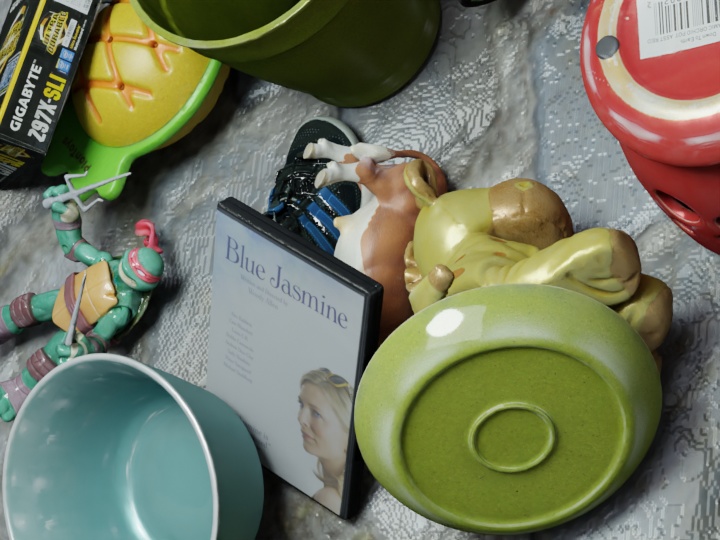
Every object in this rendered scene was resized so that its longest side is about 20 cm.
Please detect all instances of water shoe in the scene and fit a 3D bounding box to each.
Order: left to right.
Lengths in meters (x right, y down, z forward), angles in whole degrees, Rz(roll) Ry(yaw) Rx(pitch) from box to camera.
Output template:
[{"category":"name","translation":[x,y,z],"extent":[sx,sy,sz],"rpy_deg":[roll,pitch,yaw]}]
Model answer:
[{"category":"water shoe","translation":[-0.044,-0.028,1.631],"extent":[0.071,0.079,0.201],"rpy_deg":[-4,69,29]}]

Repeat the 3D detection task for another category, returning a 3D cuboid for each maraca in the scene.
[{"category":"maraca","translation":[-0.176,-0.142,1.739],"extent":[0.200,0.107,0.137],"rpy_deg":[-51,46,7]}]

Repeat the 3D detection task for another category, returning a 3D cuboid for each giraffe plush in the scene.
[{"category":"giraffe plush","translation":[0.095,0.006,1.491],"extent":[0.199,0.173,0.162],"rpy_deg":[-3,38,-7]}]

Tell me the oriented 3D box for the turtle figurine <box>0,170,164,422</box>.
[{"category":"turtle figurine","translation":[-0.215,0.024,1.700],"extent":[0.200,0.100,0.150],"rpy_deg":[-37,46,29]}]

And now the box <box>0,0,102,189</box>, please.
[{"category":"box","translation":[-0.261,-0.156,1.764],"extent":[0.200,0.049,0.160],"rpy_deg":[165,123,-70]}]

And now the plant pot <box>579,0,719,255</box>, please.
[{"category":"plant pot","translation":[0.249,-0.122,1.436],"extent":[0.200,0.182,0.201],"rpy_deg":[-11,68,27]}]

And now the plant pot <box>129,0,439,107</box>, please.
[{"category":"plant pot","translation":[-0.039,-0.214,1.634],"extent":[0.200,0.193,0.201],"rpy_deg":[-12,64,26]}]

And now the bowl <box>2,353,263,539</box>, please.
[{"category":"bowl","translation":[-0.147,0.155,1.581],"extent":[0.200,0.105,0.202],"rpy_deg":[2,93,35]}]

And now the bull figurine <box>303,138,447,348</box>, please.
[{"category":"bull figurine","translation":[0.000,0.000,1.584],"extent":[0.065,0.121,0.201],"rpy_deg":[-23,46,58]}]

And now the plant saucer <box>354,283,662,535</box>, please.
[{"category":"plant saucer","translation":[0.096,0.099,1.427],"extent":[0.200,0.200,0.031],"rpy_deg":[-31,31,16]}]

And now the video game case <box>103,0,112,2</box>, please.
[{"category":"video game case","translation":[-0.194,-0.257,1.739],"extent":[0.181,0.200,0.023],"rpy_deg":[0,75,31]}]

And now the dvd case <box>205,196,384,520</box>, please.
[{"category":"dvd case","translation":[-0.050,0.062,1.546],"extent":[0.142,0.018,0.201],"rpy_deg":[30,131,30]}]

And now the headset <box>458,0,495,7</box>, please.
[{"category":"headset","translation":[0.158,-0.238,1.585],"extent":[0.200,0.124,0.094],"rpy_deg":[-31,81,-4]}]
